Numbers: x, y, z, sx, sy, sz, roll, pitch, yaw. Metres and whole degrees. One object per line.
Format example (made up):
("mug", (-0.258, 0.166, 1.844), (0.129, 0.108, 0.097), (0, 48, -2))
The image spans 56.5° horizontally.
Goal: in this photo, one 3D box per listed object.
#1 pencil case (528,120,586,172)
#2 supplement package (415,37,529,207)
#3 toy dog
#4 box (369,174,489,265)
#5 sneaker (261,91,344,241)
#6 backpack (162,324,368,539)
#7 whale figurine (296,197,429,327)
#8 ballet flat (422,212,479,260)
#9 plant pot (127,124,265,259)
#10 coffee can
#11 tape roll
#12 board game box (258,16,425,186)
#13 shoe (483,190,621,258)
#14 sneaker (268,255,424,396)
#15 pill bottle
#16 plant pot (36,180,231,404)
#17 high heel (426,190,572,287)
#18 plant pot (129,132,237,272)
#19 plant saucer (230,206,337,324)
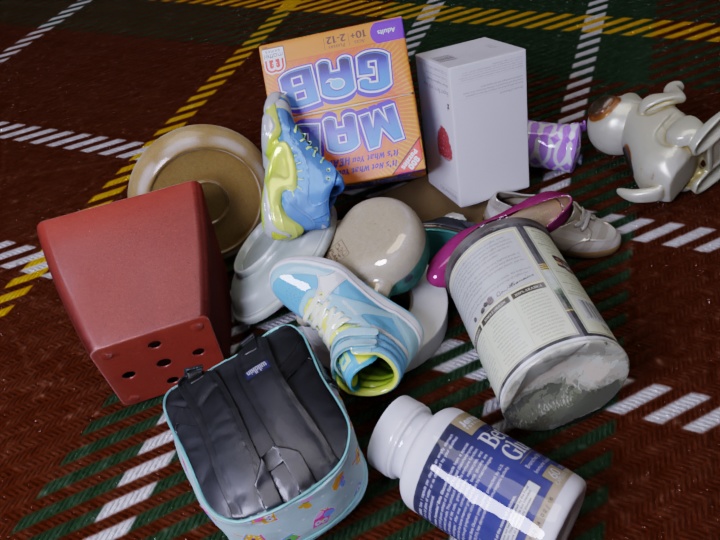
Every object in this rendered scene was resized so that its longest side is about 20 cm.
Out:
("pencil case", (0.265, -0.217, 1.093), (0.197, 0.084, 0.087), (13, 81, 17))
("supplement package", (0.164, -0.217, 0.977), (0.118, 0.203, 0.121), (-17, 29, -12))
("toy dog", (0.442, -0.198, 1.038), (0.194, 0.139, 0.200), (-45, 49, 6))
("box", (0.133, -0.096, 1.032), (0.198, 0.021, 0.164), (-25, 47, -17))
("sneaker", (-0.073, -0.132, 0.849), (0.103, 0.076, 0.203), (-1, 73, -5))
("backpack", (-0.088, 0.182, 0.678), (0.174, 0.155, 0.200), (-26, 36, -16))
("whale figurine", (0.000, 0.000, 0.861), (0.199, 0.104, 0.160), (-37, 48, 4))
("ballet flat", (0.155, -0.042, 0.935), (0.197, 0.074, 0.074), (10, 45, 0))
("plant pot", (-0.210, -0.094, 0.905), (0.197, 0.202, 0.028), (-19, 34, -13))
("coffee can", (0.195, 0.058, 0.775), (0.144, 0.148, 0.201), (-12, 44, -5))
("tape roll", (0.018, 0.051, 0.884), (0.199, 0.037, 0.205), (-4, 44, 4))
("board game box", (-0.015, -0.225, 0.984), (0.196, 0.203, 0.200), (-10, 4, 7))
("shoe", (0.274, -0.069, 0.952), (0.197, 0.054, 0.071), (14, 51, 8))
("sneaker", (-0.027, 0.062, 0.740), (0.198, 0.080, 0.131), (26, 29, 3))
("pill bottle", (0.108, 0.206, 0.660), (0.198, 0.112, 0.111), (25, 52, 29))
("plant pot", (-0.258, 0.043, 0.827), (0.197, 0.201, 0.178), (-17, 55, -10))
("high heel", (0.173, -0.043, 0.846), (0.199, 0.096, 0.068), (-33, 84, -10))
("plant pot", (-0.251, -0.119, 1.002), (0.198, 0.203, 0.184), (-19, 33, -13))
("plant saucer", (-0.116, -0.024, 0.890), (0.199, 0.050, 0.201), (-37, 29, 25))
